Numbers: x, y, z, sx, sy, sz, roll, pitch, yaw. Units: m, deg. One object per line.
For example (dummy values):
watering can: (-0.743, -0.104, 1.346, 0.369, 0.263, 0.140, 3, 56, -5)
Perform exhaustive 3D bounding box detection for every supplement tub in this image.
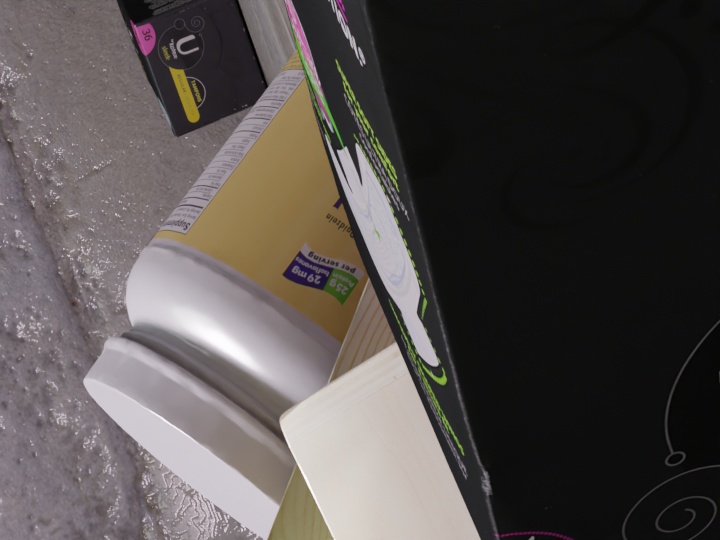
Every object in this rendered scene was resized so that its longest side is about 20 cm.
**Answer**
supplement tub: (0.000, 0.000, 0.873, 0.145, 0.201, 0.146, 34, 166, 9)

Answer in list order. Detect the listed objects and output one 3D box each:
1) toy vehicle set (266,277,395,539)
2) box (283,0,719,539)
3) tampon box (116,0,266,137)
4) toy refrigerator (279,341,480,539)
toy vehicle set: (-0.021, 0.110, 0.729, 0.125, 0.026, 0.201, -68, -3, -46)
box: (0.065, -0.049, 0.434, 0.201, 0.147, 0.125, 73, 175, -50)
tampon box: (-0.205, -0.276, 2.693, 0.200, 0.125, 0.151, -122, 11, -64)
toy refrigerator: (0.067, 0.044, 0.624, 0.199, 0.070, 0.076, -14, -106, -57)
